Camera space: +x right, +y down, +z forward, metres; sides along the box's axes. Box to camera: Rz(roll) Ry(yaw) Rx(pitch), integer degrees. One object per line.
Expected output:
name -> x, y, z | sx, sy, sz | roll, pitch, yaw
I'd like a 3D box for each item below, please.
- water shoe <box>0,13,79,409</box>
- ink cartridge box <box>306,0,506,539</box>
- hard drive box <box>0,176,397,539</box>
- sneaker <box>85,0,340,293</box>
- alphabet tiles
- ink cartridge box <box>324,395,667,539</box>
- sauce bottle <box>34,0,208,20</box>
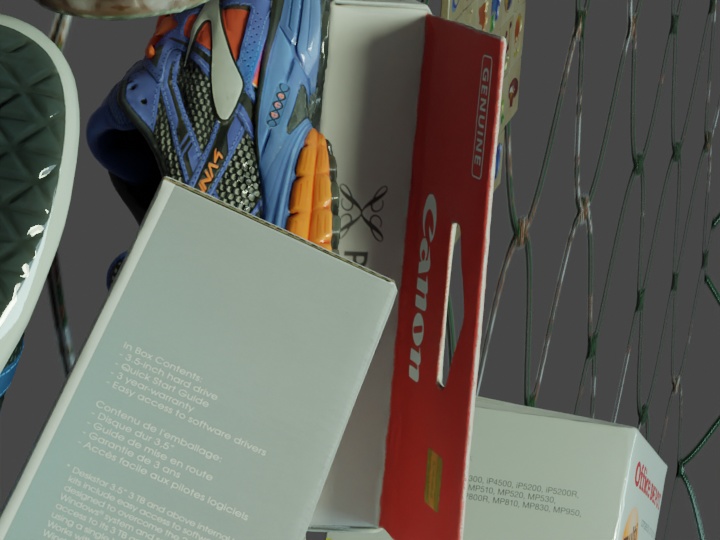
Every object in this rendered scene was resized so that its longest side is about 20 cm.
water shoe -> -0.123, 0.034, 0.633 | 0.079, 0.071, 0.201 | 119, -10, -77
ink cartridge box -> 0.000, 0.000, 0.974 | 0.176, 0.044, 0.201 | -142, -125, -72
hard drive box -> -0.071, 0.102, 0.726 | 0.156, 0.077, 0.200 | 117, -4, -46
sneaker -> -0.049, -0.059, 0.844 | 0.075, 0.078, 0.201 | 99, -11, -58
alphabet tiles -> 0.065, -0.107, 1.428 | 0.200, 0.008, 0.168 | -52, 147, -65
ink cartridge box -> 0.059, 0.168, 1.275 | 0.145, 0.144, 0.201 | 43, 56, -74
sauce bottle -> -0.064, -0.171, 0.721 | 0.065, 0.064, 0.201 | -56, 153, -61
